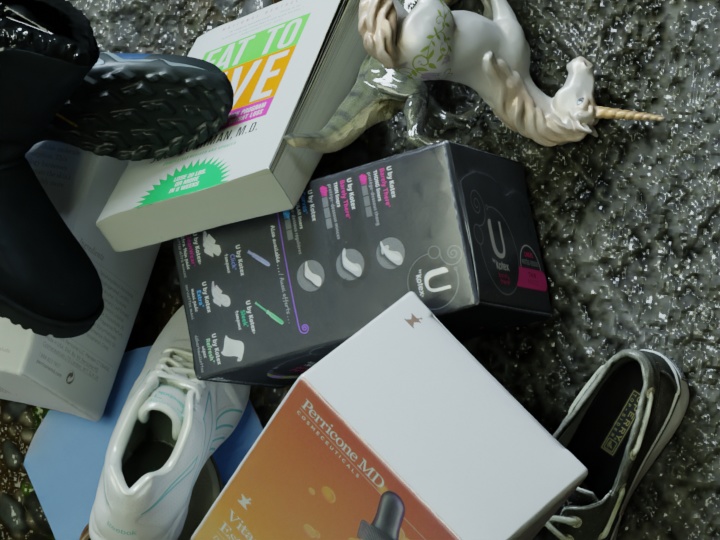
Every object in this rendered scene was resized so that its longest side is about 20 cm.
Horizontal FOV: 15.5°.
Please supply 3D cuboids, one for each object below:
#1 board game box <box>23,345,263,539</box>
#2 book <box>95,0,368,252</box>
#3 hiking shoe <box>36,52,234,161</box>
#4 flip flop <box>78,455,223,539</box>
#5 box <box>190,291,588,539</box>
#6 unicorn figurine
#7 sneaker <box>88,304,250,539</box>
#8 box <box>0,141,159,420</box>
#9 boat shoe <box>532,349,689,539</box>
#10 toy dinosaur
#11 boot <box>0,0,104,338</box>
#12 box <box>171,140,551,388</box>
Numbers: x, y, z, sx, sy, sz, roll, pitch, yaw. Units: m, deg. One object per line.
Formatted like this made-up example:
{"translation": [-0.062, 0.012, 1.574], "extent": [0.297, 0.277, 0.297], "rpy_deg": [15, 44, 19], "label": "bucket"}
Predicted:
{"translation": [-0.124, 0.149, 1.735], "extent": [0.158, 0.039, 0.200], "rpy_deg": [-30, 68, 7], "label": "board game box"}
{"translation": [-0.075, -0.096, 1.672], "extent": [0.133, 0.048, 0.200], "rpy_deg": [-14, 33, 29], "label": "book"}
{"translation": [-0.175, -0.116, 1.641], "extent": [0.199, 0.075, 0.087], "rpy_deg": [-3, 39, 9], "label": "hiking shoe"}
{"translation": [-0.154, 0.189, 1.671], "extent": [0.081, 0.058, 0.200], "rpy_deg": [26, 72, 23], "label": "flip flop"}
{"translation": [0.013, 0.140, 1.562], "extent": [0.152, 0.106, 0.200], "rpy_deg": [45, 140, 11], "label": "box"}
{"translation": [0.073, -0.145, 1.627], "extent": [0.074, 0.199, 0.138], "rpy_deg": [-38, 57, 57], "label": "unicorn figurine"}
{"translation": [-0.114, 0.088, 1.661], "extent": [0.070, 0.080, 0.201], "rpy_deg": [15, 52, 5], "label": "sneaker"}
{"translation": [-0.225, -0.022, 1.740], "extent": [0.152, 0.106, 0.201], "rpy_deg": [11, 75, 28], "label": "box"}
{"translation": [0.127, 0.136, 1.595], "extent": [0.071, 0.064, 0.201], "rpy_deg": [29, 97, 27], "label": "boat shoe"}
{"translation": [0.030, -0.108, 1.650], "extent": [0.088, 0.200, 0.047], "rpy_deg": [36, 138, 1], "label": "toy dinosaur"}
{"translation": [-0.202, -0.073, 1.569], "extent": [0.200, 0.076, 0.168], "rpy_deg": [39, 121, -5], "label": "boot"}
{"translation": [0.000, 0.000, 1.644], "extent": [0.199, 0.122, 0.107], "rpy_deg": [-16, 79, 25], "label": "box"}
